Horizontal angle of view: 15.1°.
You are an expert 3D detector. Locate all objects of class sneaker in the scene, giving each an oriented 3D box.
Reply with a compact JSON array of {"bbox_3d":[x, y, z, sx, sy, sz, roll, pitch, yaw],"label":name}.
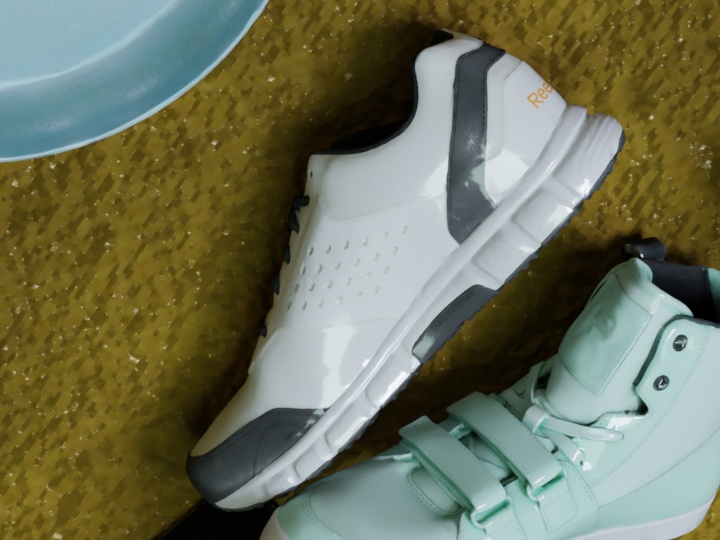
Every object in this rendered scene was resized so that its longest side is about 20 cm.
[{"bbox_3d":[0.000,0.000,0.933,0.080,0.074,0.200,40,108,-4],"label":"sneaker"},{"bbox_3d":[0.055,0.049,0.947,0.200,0.074,0.118,-13,130,-36],"label":"sneaker"}]

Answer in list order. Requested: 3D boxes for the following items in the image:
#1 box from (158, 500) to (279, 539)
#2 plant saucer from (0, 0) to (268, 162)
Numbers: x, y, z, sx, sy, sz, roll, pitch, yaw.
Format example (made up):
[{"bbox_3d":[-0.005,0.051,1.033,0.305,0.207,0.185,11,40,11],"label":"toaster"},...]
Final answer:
[{"bbox_3d":[-0.003,0.216,0.971,0.123,0.200,0.198,-40,123,8],"label":"box"},{"bbox_3d":[-0.114,-0.127,0.834,0.200,0.027,0.200,-8,122,-12],"label":"plant saucer"}]
